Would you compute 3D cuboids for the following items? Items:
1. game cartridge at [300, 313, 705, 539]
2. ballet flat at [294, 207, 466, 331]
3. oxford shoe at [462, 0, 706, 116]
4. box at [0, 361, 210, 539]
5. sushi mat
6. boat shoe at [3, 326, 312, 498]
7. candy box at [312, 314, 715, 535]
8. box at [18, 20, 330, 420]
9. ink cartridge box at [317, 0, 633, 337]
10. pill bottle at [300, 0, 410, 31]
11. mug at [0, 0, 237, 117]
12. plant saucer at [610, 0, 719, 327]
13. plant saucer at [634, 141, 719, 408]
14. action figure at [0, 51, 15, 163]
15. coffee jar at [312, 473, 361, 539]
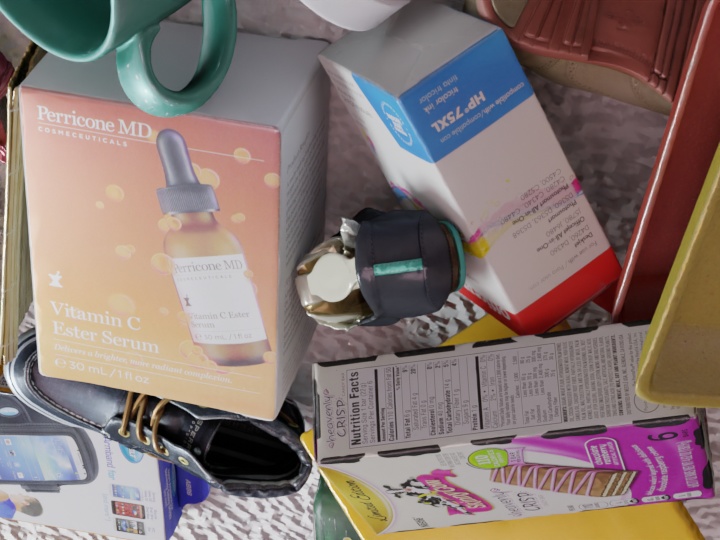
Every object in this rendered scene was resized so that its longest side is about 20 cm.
[{"bbox_3d":[0.087,0.137,0.989,0.176,0.032,0.200,-33,85,11],"label":"game cartridge"},{"bbox_3d":[0.000,0.000,0.917,0.073,0.200,0.073,1,87,-12],"label":"ballet flat"},{"bbox_3d":[0.148,-0.119,0.869,0.199,0.074,0.071,20,83,-11],"label":"oxford shoe"},{"bbox_3d":[-0.203,0.123,1.140,0.199,0.042,0.119,8,125,14],"label":"box"},{"bbox_3d":[-0.200,-0.046,0.990,0.012,0.096,0.201,8,126,-4],"label":"sushi mat"},{"bbox_3d":[-0.123,0.085,1.032,0.199,0.091,0.071,16,97,-13],"label":"boat shoe"},{"bbox_3d":[0.086,0.088,0.899,0.199,0.061,0.136,-8,153,13],"label":"candy box"},{"bbox_3d":[-0.105,-0.033,0.964,0.152,0.106,0.201,10,125,10],"label":"box"},{"bbox_3d":[0.067,-0.041,0.891,0.067,0.116,0.200,-35,117,-8],"label":"ink cartridge box"},{"bbox_3d":[0.046,-0.211,0.796,0.114,0.114,0.200,44,124,-15],"label":"pill bottle"},{"bbox_3d":[-0.128,-0.188,0.848,0.152,0.114,0.186,28,143,36],"label":"mug"},{"bbox_3d":[0.231,-0.063,0.843,0.199,0.037,0.201,-4,127,-19],"label":"plant saucer"},{"bbox_3d":[0.238,-0.027,0.804,0.199,0.048,0.201,5,117,-23],"label":"plant saucer"},{"bbox_3d":[-0.259,-0.143,0.964,0.149,0.134,0.200,-49,120,-8],"label":"action figure"},{"bbox_3d":[0.074,0.164,1.057,0.199,0.085,0.105,4,124,13],"label":"coffee jar"}]
